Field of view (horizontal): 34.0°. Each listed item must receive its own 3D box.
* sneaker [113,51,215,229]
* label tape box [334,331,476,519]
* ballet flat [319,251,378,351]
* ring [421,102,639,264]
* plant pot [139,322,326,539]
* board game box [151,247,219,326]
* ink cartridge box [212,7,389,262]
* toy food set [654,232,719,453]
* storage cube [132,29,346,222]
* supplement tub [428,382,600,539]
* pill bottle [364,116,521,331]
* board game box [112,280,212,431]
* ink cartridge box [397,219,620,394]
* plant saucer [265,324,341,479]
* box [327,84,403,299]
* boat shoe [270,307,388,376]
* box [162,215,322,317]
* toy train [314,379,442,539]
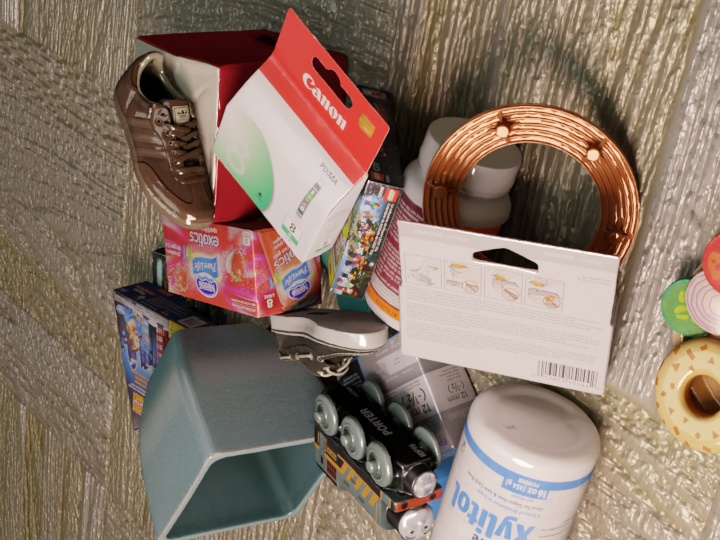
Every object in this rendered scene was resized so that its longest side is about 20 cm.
[{"bbox_3d":[-0.202,-0.139,1.233,0.076,0.070,0.201,-48,65,43],"label":"sneaker"},{"bbox_3d":[0.065,0.172,1.287,0.143,0.066,0.201,-33,73,48],"label":"label tape box"},{"bbox_3d":[0.000,0.000,1.308,0.068,0.067,0.201,-52,53,46],"label":"ballet flat"},{"bbox_3d":[0.153,-0.054,1.071,0.199,0.019,0.202,5,118,10],"label":"ring"},{"bbox_3d":[-0.159,0.177,1.406,0.196,0.195,0.201,-57,49,40],"label":"plant pot"},{"bbox_3d":[-0.246,0.081,1.648,0.135,0.028,0.202,24,118,44],"label":"board game box"},{"bbox_3d":[-0.063,-0.125,1.140,0.161,0.050,0.200,51,148,15],"label":"ink cartridge box"},{"bbox_3d":[0.332,0.067,0.963,0.199,0.048,0.200,16,112,46],"label":"toy food set"},{"bbox_3d":[-0.140,-0.169,1.345,0.170,0.179,0.202,26,118,42],"label":"storage cube"},{"bbox_3d":[0.147,0.225,1.156,0.132,0.131,0.201,36,125,37],"label":"supplement tub"},{"bbox_3d":[0.083,-0.042,1.171,0.114,0.114,0.201,43,130,33],"label":"pill bottle"},{"bbox_3d":[-0.261,0.141,1.614,0.199,0.061,0.202,23,118,43],"label":"board game box"},{"bbox_3d":[0.134,0.023,1.072,0.198,0.045,0.177,11,134,15],"label":"ink cartridge box"},{"bbox_3d":[-0.063,0.156,1.452,0.200,0.036,0.202,15,111,47],"label":"plant saucer"},{"bbox_3d":[0.000,-0.086,1.230,0.201,0.037,0.137,-95,21,-54],"label":"box"},{"bbox_3d":[-0.031,0.078,1.251,0.200,0.070,0.064,5,102,60],"label":"boat shoe"},{"bbox_3d":[-0.139,-0.016,1.357,0.199,0.095,0.101,13,110,50],"label":"box"},{"bbox_3d":[0.016,0.196,1.231,0.200,0.085,0.115,36,133,50],"label":"toy train"}]
